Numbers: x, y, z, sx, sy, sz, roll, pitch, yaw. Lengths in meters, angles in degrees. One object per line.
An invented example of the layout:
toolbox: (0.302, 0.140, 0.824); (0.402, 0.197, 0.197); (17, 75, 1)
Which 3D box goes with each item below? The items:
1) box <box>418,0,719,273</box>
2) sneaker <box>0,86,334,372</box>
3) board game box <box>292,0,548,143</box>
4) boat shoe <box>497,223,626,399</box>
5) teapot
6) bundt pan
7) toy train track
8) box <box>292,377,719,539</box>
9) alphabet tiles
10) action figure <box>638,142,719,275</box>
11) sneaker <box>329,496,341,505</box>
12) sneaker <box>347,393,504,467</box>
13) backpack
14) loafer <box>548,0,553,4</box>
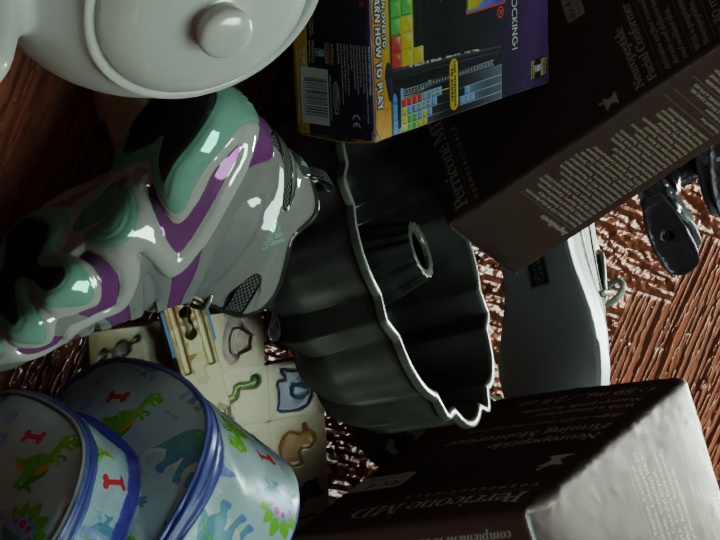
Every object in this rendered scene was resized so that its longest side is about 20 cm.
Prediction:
box: (0.132, -0.098, 1.597); (0.200, 0.100, 0.075); (-35, 139, 22)
sneaker: (-0.097, 0.006, 1.466); (0.200, 0.078, 0.140); (-40, 130, 17)
board game box: (0.031, -0.180, 1.500); (0.165, 0.057, 0.201); (-22, 115, -49)
boat shoe: (0.120, 0.015, 1.759); (0.068, 0.073, 0.200); (5, 69, -57)
teapot: (-0.082, -0.152, 1.349); (0.200, 0.146, 0.197); (-48, 137, 16)
bundt pan: (0.000, 0.000, 1.579); (0.202, 0.076, 0.203); (-19, 90, -73)
toy train track: (-0.107, -0.014, 1.527); (0.114, 0.033, 0.201); (-24, 119, -19)
box: (0.097, 0.177, 1.630); (0.200, 0.165, 0.165); (-32, 108, -52)
alphabet tiles: (-0.096, 0.121, 1.591); (0.167, 0.008, 0.201); (-8, 107, -19)
action figure: (0.198, -0.068, 1.779); (0.130, 0.200, 0.070); (-29, 106, 7)
sneaker: (-0.043, 0.146, 1.706); (0.115, 0.075, 0.201); (-53, 143, -42)
sneaker: (0.069, 0.104, 1.796); (0.199, 0.089, 0.077); (17, 93, -28)
backpack: (-0.139, 0.142, 1.469); (0.147, 0.183, 0.200); (42, 79, -36)
loafer: (0.097, -0.123, 1.703); (0.072, 0.073, 0.201); (23, 83, -45)
